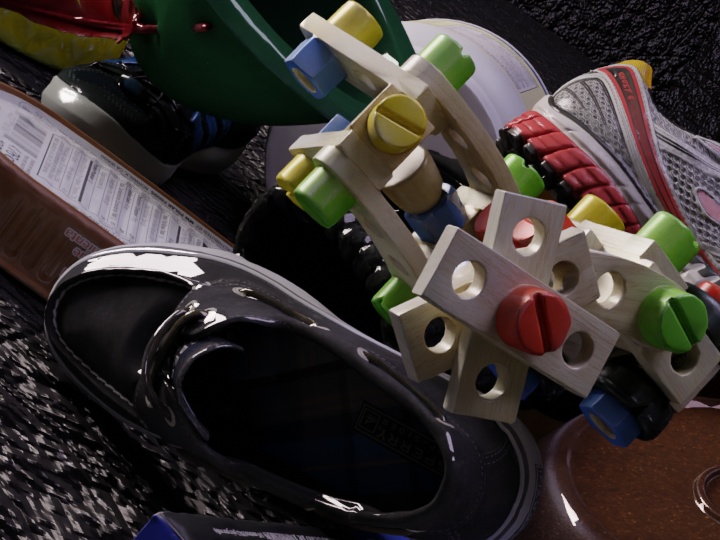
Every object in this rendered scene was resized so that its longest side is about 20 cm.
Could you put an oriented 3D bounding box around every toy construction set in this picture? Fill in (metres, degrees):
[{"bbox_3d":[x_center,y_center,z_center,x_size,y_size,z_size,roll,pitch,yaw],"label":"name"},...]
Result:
[{"bbox_3d":[0.043,-0.010,0.651,0.131,0.092,0.200,51,2,-25],"label":"toy construction set"}]

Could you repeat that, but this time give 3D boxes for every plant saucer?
[{"bbox_3d":[0.143,0.097,0.754,0.198,0.035,0.201,10,23,-4],"label":"plant saucer"}]

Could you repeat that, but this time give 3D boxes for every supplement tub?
[{"bbox_3d":[0.029,-0.061,1.128,0.145,0.145,0.200,40,13,3],"label":"supplement tub"}]

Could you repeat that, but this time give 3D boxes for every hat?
[{"bbox_3d":[-0.090,-0.086,0.952,0.165,0.176,0.201,30,31,-40],"label":"hat"}]

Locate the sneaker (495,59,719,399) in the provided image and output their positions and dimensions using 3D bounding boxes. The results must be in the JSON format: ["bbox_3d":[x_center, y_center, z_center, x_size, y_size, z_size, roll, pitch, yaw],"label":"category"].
[{"bbox_3d":[0.149,-0.008,0.856,0.200,0.082,0.078,48,-15,11],"label":"sneaker"}]

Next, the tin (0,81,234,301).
[{"bbox_3d":[-0.096,-0.007,0.838,0.199,0.042,0.112,37,17,-13],"label":"tin"}]

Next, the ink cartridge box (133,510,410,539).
[{"bbox_3d":[0.006,0.126,0.642,0.094,0.044,0.200,46,13,27],"label":"ink cartridge box"}]

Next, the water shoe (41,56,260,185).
[{"bbox_3d":[-0.094,-0.093,1.039,0.071,0.079,0.200,40,13,7],"label":"water shoe"}]

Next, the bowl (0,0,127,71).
[{"bbox_3d":[-0.182,-0.204,1.111,0.200,0.108,0.200,38,13,-10],"label":"bowl"}]

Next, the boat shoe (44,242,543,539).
[{"bbox_3d":[-0.036,0.039,0.683,0.199,0.070,0.066,27,4,30],"label":"boat shoe"}]

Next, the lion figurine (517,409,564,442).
[{"bbox_3d":[0.085,0.057,0.947,0.121,0.202,0.072,-2,10,19],"label":"lion figurine"}]

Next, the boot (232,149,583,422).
[{"bbox_3d":[0.001,-0.002,0.841,0.157,0.080,0.211,3,16,-42],"label":"boot"}]
